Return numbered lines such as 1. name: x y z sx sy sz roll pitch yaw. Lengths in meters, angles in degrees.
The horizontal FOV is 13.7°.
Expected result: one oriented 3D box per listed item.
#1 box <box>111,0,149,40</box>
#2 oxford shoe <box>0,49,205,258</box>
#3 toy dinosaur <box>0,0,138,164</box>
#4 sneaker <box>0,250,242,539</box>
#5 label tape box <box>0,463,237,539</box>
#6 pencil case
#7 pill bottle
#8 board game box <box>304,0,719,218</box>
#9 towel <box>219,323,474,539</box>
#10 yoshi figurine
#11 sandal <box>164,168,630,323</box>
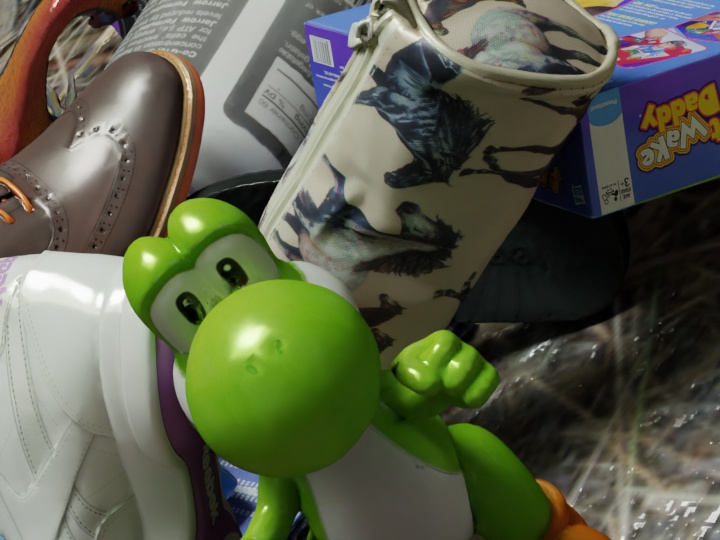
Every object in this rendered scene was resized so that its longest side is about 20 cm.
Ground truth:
1. box: -0.022 -0.171 1.372 0.200 0.122 0.106 -21 34 33
2. oxford shoe: -0.133 -0.006 1.135 0.071 0.073 0.200 31 85 40
3. toy dinosaur: -0.146 -0.044 1.307 0.181 0.105 0.200 -47 52 47
4. sneaker: -0.095 0.080 1.047 0.100 0.200 0.075 8 26 17
5. label tape box: -0.149 0.094 1.195 0.144 0.063 0.200 -52 30 -4
6. pencil case: 0.005 -0.024 1.031 0.078 0.089 0.200 -89 25 -48
7. pill bottle: -0.061 -0.057 1.267 0.113 0.113 0.200 -15 34 40
8. board game box: 0.086 -0.076 1.131 0.134 0.045 0.200 -18 20 -25
9. towel: -0.051 0.085 1.185 0.145 0.024 0.200 4 52 55
10. yoshi figurine: -0.001 0.063 0.962 0.112 0.200 0.112 -7 44 46
11. sandal: 0.000 -0.001 1.126 0.200 0.075 0.048 -7 28 23
